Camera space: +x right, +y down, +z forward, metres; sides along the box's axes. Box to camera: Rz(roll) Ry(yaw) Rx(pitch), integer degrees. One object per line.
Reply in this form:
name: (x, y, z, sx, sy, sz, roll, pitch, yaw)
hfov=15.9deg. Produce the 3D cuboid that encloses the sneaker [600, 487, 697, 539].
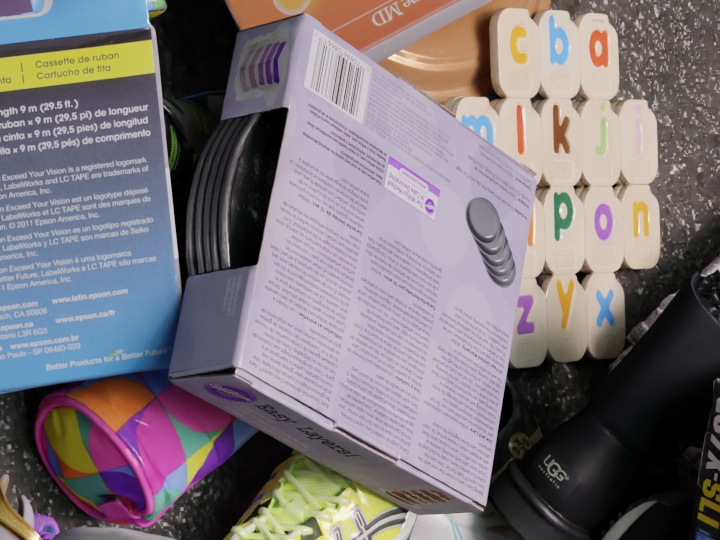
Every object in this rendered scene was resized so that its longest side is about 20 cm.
sneaker: (0.153, 0.206, 1.339, 0.070, 0.201, 0.090, -5, 40, -33)

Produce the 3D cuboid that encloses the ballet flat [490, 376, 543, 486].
ballet flat: (0.040, 0.043, 1.378, 0.200, 0.057, 0.067, 53, 54, -16)

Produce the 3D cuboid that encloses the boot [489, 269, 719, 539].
boot: (0.172, 0.083, 1.366, 0.077, 0.168, 0.200, 52, 15, 25)

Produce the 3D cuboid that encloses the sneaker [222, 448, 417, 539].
sneaker: (-0.028, 0.136, 1.266, 0.201, 0.075, 0.077, -63, 160, -19)

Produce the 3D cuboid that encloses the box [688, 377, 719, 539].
box: (0.243, 0.112, 1.317, 0.199, 0.049, 0.161, -16, 122, -45)

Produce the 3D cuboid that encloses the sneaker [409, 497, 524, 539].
sneaker: (0.066, 0.163, 1.375, 0.200, 0.070, 0.081, 33, 85, -30)

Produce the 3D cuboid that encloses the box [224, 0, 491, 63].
box: (-0.031, -0.200, 1.308, 0.124, 0.097, 0.201, -28, 89, 3)

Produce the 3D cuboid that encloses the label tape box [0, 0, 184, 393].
label tape box: (-0.161, -0.048, 1.176, 0.142, 0.066, 0.202, -8, 103, -10)

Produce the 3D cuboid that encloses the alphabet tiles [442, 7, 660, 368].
alphabet tiles: (0.109, -0.046, 1.442, 0.199, 0.015, 0.197, -4, 92, -51)

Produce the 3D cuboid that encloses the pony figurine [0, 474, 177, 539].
pony figurine: (-0.147, 0.185, 1.143, 0.200, 0.192, 0.167, -54, 155, -39)

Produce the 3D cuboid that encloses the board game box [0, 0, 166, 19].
board game box: (-0.208, -0.184, 1.246, 0.199, 0.057, 0.167, -13, 86, -37)

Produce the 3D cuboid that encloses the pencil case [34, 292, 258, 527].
pencil case: (-0.068, 0.049, 1.283, 0.200, 0.088, 0.089, -35, 101, -35)

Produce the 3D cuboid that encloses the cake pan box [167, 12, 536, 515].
cake pan box: (0.000, 0.000, 1.236, 0.200, 0.052, 0.186, 30, 59, -43)

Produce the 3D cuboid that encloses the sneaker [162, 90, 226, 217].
sneaker: (-0.100, -0.056, 1.271, 0.198, 0.083, 0.071, 12, 107, -30)

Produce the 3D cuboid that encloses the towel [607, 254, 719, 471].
towel: (0.262, 0.049, 1.484, 0.166, 0.086, 0.200, 43, 54, 13)

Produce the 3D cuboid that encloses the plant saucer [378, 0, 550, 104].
plant saucer: (0.025, -0.186, 1.415, 0.199, 0.032, 0.202, 10, 72, -31)
